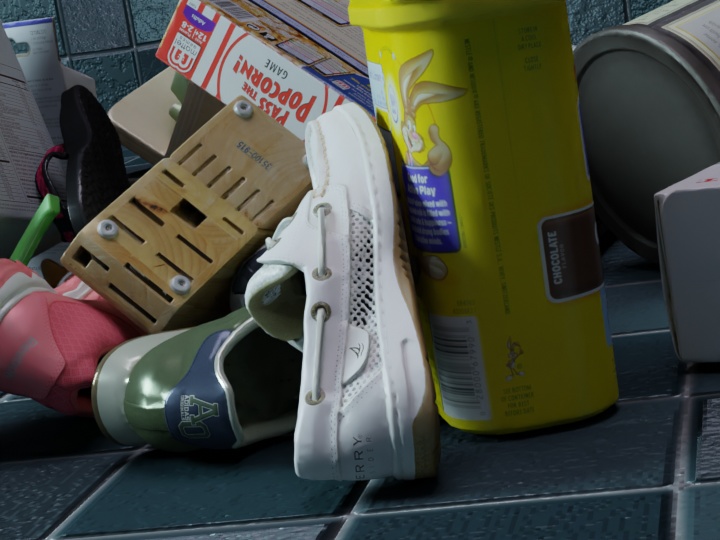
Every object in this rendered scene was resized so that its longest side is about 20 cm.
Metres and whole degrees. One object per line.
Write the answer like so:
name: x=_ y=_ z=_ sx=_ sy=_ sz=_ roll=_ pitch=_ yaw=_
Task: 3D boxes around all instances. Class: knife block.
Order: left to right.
knife block: x=-0.091 y=-0.002 z=0.959 sx=0.200 sy=0.064 sz=0.176 roll=-47 pitch=-10 yaw=-39

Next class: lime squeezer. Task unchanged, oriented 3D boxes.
lime squeezer: x=-0.244 y=0.031 z=1.033 sx=0.200 sy=0.071 sz=0.038 roll=-31 pitch=-17 yaw=33

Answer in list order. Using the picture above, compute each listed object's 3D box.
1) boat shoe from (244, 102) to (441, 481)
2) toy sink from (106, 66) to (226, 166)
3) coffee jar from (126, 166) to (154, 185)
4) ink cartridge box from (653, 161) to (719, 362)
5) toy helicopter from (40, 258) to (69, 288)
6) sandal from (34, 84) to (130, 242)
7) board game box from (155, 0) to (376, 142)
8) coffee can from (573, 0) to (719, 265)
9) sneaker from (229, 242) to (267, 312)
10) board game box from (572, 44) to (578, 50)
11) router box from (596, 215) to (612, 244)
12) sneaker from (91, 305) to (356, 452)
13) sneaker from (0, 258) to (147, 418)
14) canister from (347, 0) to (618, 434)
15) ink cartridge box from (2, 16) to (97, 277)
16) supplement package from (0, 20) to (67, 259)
boat shoe: x=-0.015 y=0.003 z=0.729 sx=0.069 sy=0.071 sz=0.200 roll=-8 pitch=44 yaw=-2
toy sink: x=-0.054 y=-0.114 z=1.197 sx=0.200 sy=0.112 sz=0.130 roll=33 pitch=40 yaw=11
coffee jar: x=-0.084 y=-0.049 z=1.281 sx=0.200 sy=0.085 sz=0.104 roll=-18 pitch=10 yaw=-38
ink cartridge box: x=0.241 y=-0.020 z=0.822 sx=0.146 sy=0.083 sz=0.200 roll=-3 pitch=11 yaw=31
toy helicopter: x=-0.163 y=0.010 z=1.124 sx=0.200 sy=0.079 sz=0.132 roll=-16 pitch=14 yaw=30
sandal: x=-0.172 y=-0.051 z=1.082 sx=0.045 sy=0.075 sz=0.200 roll=-29 pitch=30 yaw=4
board game box: x=-0.006 y=-0.115 z=1.051 sx=0.151 sy=0.046 sz=0.200 roll=36 pitch=23 yaw=18
coffee can: x=0.239 y=-0.106 z=1.030 sx=0.200 sy=0.147 sz=0.146 roll=-27 pitch=17 yaw=-28
sneaker: x=0.000 y=0.000 z=0.965 sx=0.199 sy=0.080 sz=0.130 roll=-22 pitch=8 yaw=-29
board game box: x=0.243 y=-0.108 z=1.210 sx=0.200 sy=0.064 sz=0.148 roll=12 pitch=8 yaw=-4
router box: x=0.088 y=-0.035 z=1.139 sx=0.149 sy=0.051 sz=0.200 roll=-7 pitch=9 yaw=22
sneaker: x=-0.020 y=0.035 z=0.807 sx=0.200 sy=0.067 sz=0.090 roll=-25 pitch=19 yaw=-40
sneaker: x=-0.138 y=0.046 z=0.894 sx=0.087 sy=0.074 sz=0.200 roll=34 pitch=9 yaw=13
canister: x=0.054 y=-0.041 z=0.770 sx=0.086 sy=0.200 sz=0.149 roll=-10 pitch=10 yaw=-6
ink cartridge box: x=-0.221 y=-0.075 z=1.222 sx=0.095 sy=0.200 sz=0.037 roll=0 pitch=14 yaw=38
supplement package: x=-0.314 y=-0.076 z=1.089 sx=0.191 sy=0.200 sz=0.147 roll=-27 pitch=-10 yaw=18
